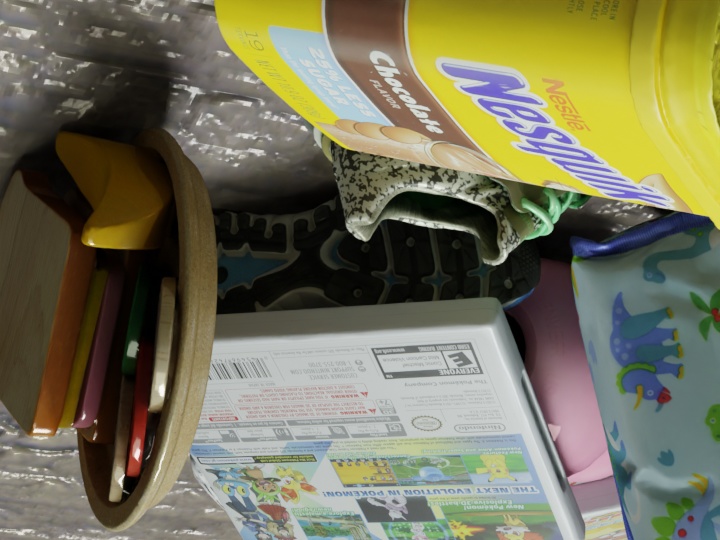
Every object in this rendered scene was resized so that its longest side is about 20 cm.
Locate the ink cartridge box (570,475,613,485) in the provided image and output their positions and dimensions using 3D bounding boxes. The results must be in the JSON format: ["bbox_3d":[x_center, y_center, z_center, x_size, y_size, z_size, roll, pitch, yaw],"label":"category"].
[{"bbox_3d":[0.215,0.158,1.188,0.198,0.068,0.116,10,151,-23],"label":"ink cartridge box"}]

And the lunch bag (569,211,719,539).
[{"bbox_3d":[0.176,0.057,0.806,0.126,0.172,0.200,-14,175,16],"label":"lunch bag"}]

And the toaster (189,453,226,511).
[{"bbox_3d":[-0.021,0.097,0.999,0.128,0.115,0.200,-7,156,14],"label":"toaster"}]

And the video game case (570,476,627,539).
[{"bbox_3d":[0.116,0.166,1.036,0.198,0.023,0.182,-11,160,-6],"label":"video game case"}]

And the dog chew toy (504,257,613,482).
[{"bbox_3d":[0.118,0.066,0.949,0.124,0.126,0.200,-19,157,29],"label":"dog chew toy"}]

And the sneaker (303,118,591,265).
[{"bbox_3d":[0.073,-0.039,0.763,0.198,0.089,0.077,2,153,-9],"label":"sneaker"}]

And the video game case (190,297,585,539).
[{"bbox_3d":[0.001,0.087,0.866,0.198,0.022,0.183,-4,134,22],"label":"video game case"}]

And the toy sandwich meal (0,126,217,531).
[{"bbox_3d":[-0.126,0.021,0.768,0.070,0.207,0.205,7,152,-22],"label":"toy sandwich meal"}]

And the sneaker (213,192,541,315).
[{"bbox_3d":[0.000,0.000,0.871,0.198,0.079,0.090,-3,165,21],"label":"sneaker"}]

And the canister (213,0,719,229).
[{"bbox_3d":[0.063,-0.082,0.602,0.199,0.087,0.148,13,167,33],"label":"canister"}]
